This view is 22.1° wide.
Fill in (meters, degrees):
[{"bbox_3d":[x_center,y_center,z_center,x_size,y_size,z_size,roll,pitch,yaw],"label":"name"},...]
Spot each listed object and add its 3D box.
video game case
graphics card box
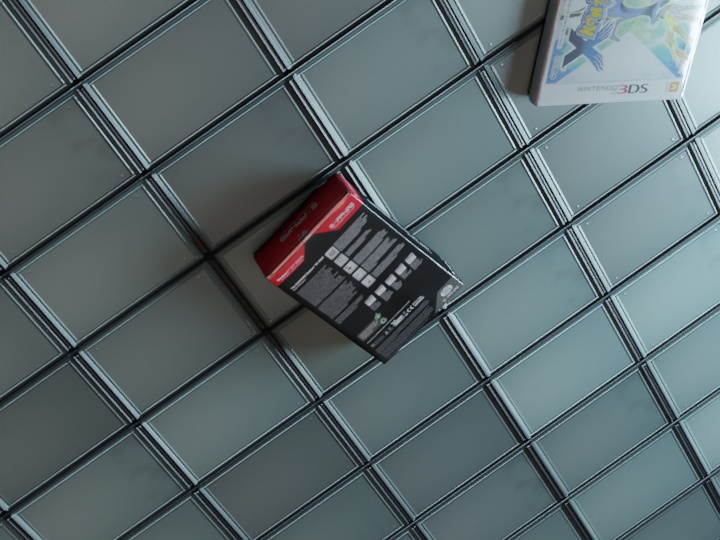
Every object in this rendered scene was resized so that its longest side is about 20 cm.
[{"bbox_3d":[0.272,-0.262,1.876,0.182,0.022,0.200,-5,124,-24],"label":"video game case"},{"bbox_3d":[0.000,0.000,1.903,0.125,0.051,0.200,-47,129,9],"label":"graphics card box"}]
